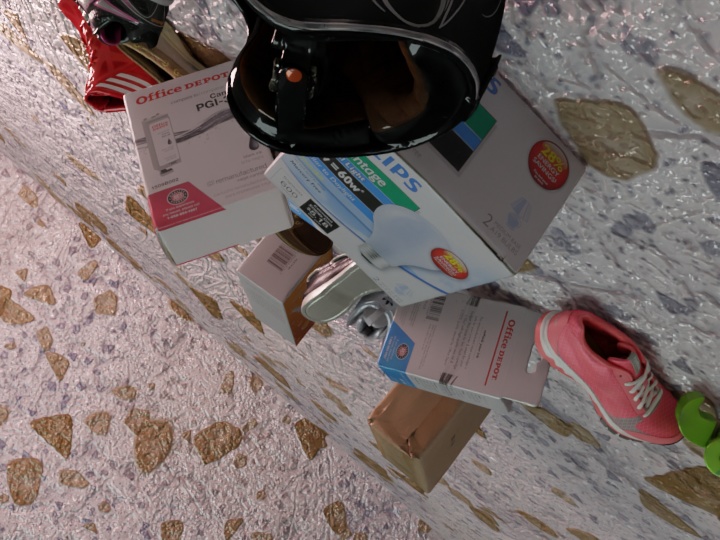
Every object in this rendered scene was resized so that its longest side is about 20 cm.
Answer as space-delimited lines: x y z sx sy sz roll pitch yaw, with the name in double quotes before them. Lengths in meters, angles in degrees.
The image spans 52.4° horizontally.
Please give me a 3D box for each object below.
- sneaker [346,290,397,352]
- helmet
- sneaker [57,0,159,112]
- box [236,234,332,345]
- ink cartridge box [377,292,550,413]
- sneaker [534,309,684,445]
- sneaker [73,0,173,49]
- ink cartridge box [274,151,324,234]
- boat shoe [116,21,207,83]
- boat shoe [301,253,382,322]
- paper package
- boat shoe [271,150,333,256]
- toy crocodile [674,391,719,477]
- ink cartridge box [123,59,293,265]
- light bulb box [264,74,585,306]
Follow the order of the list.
"sneaker" 0.032 0.056 1.030 0.075 0.115 0.200 37 161 7
"helmet" -0.010 -0.186 0.447 0.197 0.193 0.200 -2 163 -1
"sneaker" -0.350 -0.288 0.965 0.199 0.116 0.079 34 161 14
"box" -0.116 0.021 1.215 0.097 0.125 0.200 33 161 15
"ink cartridge box" 0.134 0.096 0.882 0.198 0.117 0.067 13 158 25
"sneaker" 0.276 0.115 0.774 0.200 0.074 0.087 40 160 -1
"sneaker" -0.290 -0.301 0.824 0.199 0.087 0.080 25 -164 37
"ink cartridge box" -0.035 -0.116 0.841 0.115 0.068 0.200 35 160 12
"boat shoe" -0.225 -0.234 0.930 0.200 0.067 0.074 46 160 -19
"boat shoe" 0.000 0.000 0.941 0.073 0.061 0.199 29 133 -32
"paper package" 0.115 0.222 1.136 0.103 0.191 0.201 34 160 26
"boat shoe" -0.092 -0.091 0.998 0.067 0.072 0.201 20 151 48
"toy crocodile" 0.407 0.189 0.724 0.199 0.062 0.067 28 -162 25
"ink cartridge box" -0.176 -0.126 0.834 0.083 0.145 0.202 82 168 -61
"light bulb box" 0.047 -0.087 0.647 0.198 0.125 0.200 43 157 -10
